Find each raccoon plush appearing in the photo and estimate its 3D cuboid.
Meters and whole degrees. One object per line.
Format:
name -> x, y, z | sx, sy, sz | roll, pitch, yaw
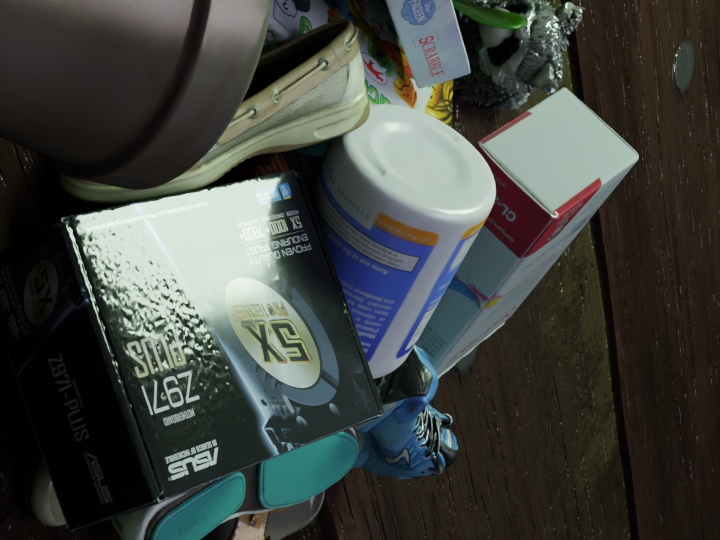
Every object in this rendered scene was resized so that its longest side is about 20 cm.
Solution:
raccoon plush -> 0.134, -0.174, 1.368 | 0.200, 0.133, 0.097 | -3, 101, -58

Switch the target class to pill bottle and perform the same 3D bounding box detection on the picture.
pill bottle -> 0.000, 0.000, 1.134 | 0.112, 0.112, 0.201 | -32, 157, -50

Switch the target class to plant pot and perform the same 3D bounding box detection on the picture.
plant pot -> -0.171, -0.148, 0.857 | 0.173, 0.199, 0.201 | 4, 96, -41

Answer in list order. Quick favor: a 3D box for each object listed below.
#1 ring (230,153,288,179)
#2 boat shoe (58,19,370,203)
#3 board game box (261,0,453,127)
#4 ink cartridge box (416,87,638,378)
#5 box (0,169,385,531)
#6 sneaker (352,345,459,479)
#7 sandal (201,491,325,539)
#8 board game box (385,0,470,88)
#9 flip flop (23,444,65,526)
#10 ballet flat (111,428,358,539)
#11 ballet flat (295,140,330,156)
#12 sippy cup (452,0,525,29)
ring -> -0.094, -0.002, 1.161 | 0.200, 0.019, 0.202 | -26, 122, -53
boat shoe -> -0.088, -0.096, 1.033 | 0.199, 0.073, 0.063 | -18, 121, -17
board game box -> -0.007, -0.152, 1.156 | 0.200, 0.034, 0.127 | 38, 43, -40
ink cartridge box -> 0.102, -0.025, 1.320 | 0.146, 0.083, 0.200 | -34, 164, -50
box -> -0.101, 0.042, 1.017 | 0.199, 0.086, 0.165 | -15, 84, -49
sneaker -> 0.037, 0.105, 1.262 | 0.200, 0.089, 0.079 | 110, 2, -70
sandal -> -0.077, 0.180, 1.207 | 0.200, 0.054, 0.082 | -13, 110, -55
board game box -> 0.015, -0.244, 1.099 | 0.200, 0.041, 0.201 | 58, 16, -71
flip flop -> -0.125, 0.095, 1.082 | 0.200, 0.057, 0.082 | -37, 132, -39
ballet flat -> -0.087, 0.132, 1.152 | 0.199, 0.069, 0.070 | -20, 117, -43
ballet flat -> -0.013, -0.112, 1.228 | 0.200, 0.067, 0.063 | 19, 44, -52
sippy cup -> 0.127, -0.268, 1.219 | 0.178, 0.129, 0.140 | 113, -7, -59
